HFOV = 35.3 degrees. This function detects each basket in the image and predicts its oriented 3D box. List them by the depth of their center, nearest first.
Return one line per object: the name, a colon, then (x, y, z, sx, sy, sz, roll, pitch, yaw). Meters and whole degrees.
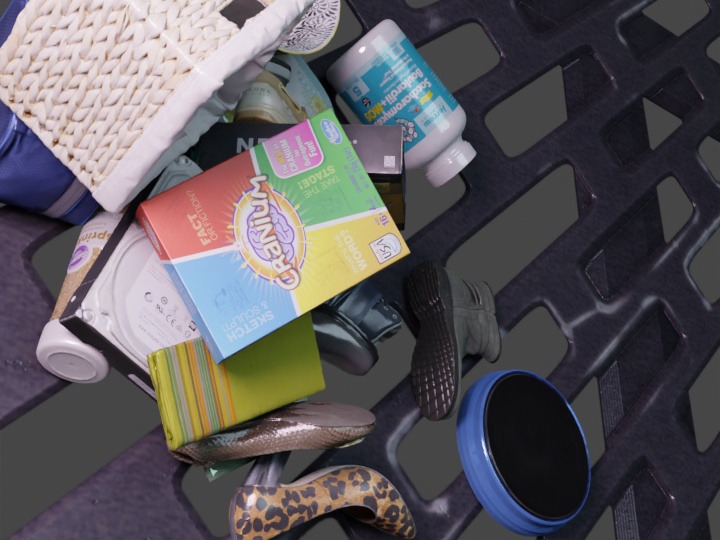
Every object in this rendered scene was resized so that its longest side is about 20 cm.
basket: (-0.170, -0.192, 0.939, 0.161, 0.200, 0.199, 43, 44, -6)

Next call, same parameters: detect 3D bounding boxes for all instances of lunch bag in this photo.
lunch bag: (-0.281, -0.152, 1.053, 0.131, 0.135, 0.202, 18, 54, -34)

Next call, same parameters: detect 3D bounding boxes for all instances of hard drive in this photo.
hard drive: (-0.168, 0.007, 1.028, 0.140, 0.038, 0.201, 45, 50, -26)

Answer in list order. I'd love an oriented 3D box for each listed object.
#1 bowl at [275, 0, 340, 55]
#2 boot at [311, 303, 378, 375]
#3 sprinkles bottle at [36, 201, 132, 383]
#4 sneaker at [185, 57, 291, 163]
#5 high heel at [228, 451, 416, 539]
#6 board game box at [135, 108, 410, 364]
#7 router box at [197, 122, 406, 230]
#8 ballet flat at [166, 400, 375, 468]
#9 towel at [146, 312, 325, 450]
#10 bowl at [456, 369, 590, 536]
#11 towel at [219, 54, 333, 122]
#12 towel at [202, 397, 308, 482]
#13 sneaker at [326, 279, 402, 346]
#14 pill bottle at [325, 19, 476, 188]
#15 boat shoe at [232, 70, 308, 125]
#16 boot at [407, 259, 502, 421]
bowl: (-0.124, -0.312, 1.241, 0.199, 0.094, 0.204, 20, 60, -40)
boot: (-0.086, 0.084, 1.123, 0.199, 0.070, 0.133, 31, 54, -9)
sprinkles bottle: (-0.239, 0.004, 1.052, 0.068, 0.068, 0.202, 30, 49, -25)
sneaker: (-0.162, -0.168, 1.172, 0.198, 0.083, 0.123, 1, 90, -30)
high heel: (-0.037, 0.250, 1.106, 0.199, 0.071, 0.144, 40, 55, -18)
board game box: (-0.076, -0.032, 1.005, 0.199, 0.040, 0.154, -30, 88, -20)
router box: (-0.052, -0.092, 1.142, 0.197, 0.157, 0.053, 1, 72, 5)
ballet flat: (-0.082, 0.156, 1.061, 0.197, 0.067, 0.047, -3, 103, -15)
towel: (-0.108, 0.093, 1.030, 0.199, 0.018, 0.087, -16, 97, -50)
bowl: (0.200, 0.213, 1.351, 0.199, 0.039, 0.203, 22, 54, -33)
towel: (-0.134, -0.216, 1.289, 0.201, 0.048, 0.171, 53, 47, -5)
towel: (-0.136, 0.091, 1.131, 0.152, 0.023, 0.202, -19, 82, -45)
sneaker: (-0.001, 0.001, 1.251, 0.146, 0.077, 0.203, 40, 55, -2)
pill bottle: (0.057, -0.201, 1.403, 0.200, 0.110, 0.111, 49, 44, -8)
boat shoe: (-0.079, -0.146, 1.187, 0.200, 0.073, 0.070, 59, 34, -70)
boot: (0.124, 0.089, 1.339, 0.130, 0.067, 0.203, 22, 55, -39)
